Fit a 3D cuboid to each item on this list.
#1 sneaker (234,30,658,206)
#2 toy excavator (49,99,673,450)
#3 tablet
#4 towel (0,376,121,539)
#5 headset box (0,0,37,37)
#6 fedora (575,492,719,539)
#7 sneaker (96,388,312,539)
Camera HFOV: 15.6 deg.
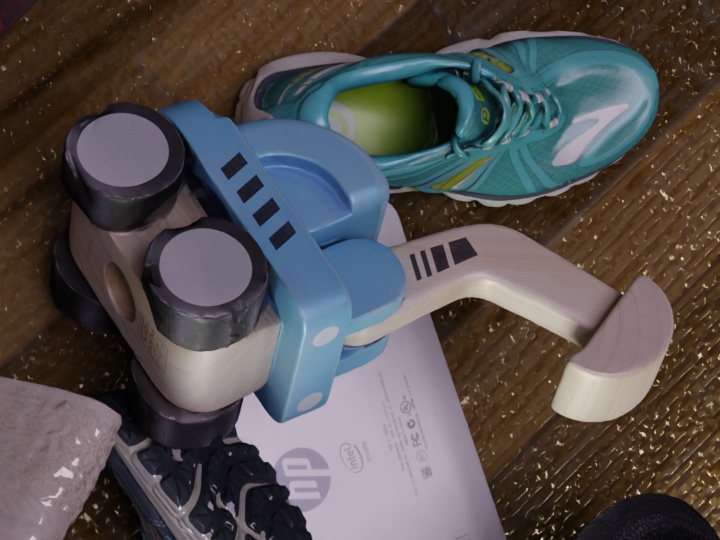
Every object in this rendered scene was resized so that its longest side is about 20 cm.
[{"bbox_3d":[0.047,-0.064,1.136,0.200,0.080,0.078,-8,93,-25],"label":"sneaker"},{"bbox_3d":[0.000,0.000,1.056,0.200,0.100,0.194,-24,62,-24],"label":"toy excavator"},{"bbox_3d":[-0.010,0.083,1.145,0.130,0.014,0.200,-22,98,-23],"label":"tablet"},{"bbox_3d":[-0.194,0.093,0.968,0.133,0.200,0.034,-69,151,-21],"label":"towel"},{"bbox_3d":[-0.197,-0.135,0.991,0.149,0.075,0.200,51,42,-14],"label":"headset box"},{"bbox_3d":[0.090,0.190,1.135,0.201,0.092,0.201,-14,108,-50],"label":"fedora"},{"bbox_3d":[-0.057,0.140,1.088,0.086,0.078,0.200,-40,89,23],"label":"sneaker"}]
